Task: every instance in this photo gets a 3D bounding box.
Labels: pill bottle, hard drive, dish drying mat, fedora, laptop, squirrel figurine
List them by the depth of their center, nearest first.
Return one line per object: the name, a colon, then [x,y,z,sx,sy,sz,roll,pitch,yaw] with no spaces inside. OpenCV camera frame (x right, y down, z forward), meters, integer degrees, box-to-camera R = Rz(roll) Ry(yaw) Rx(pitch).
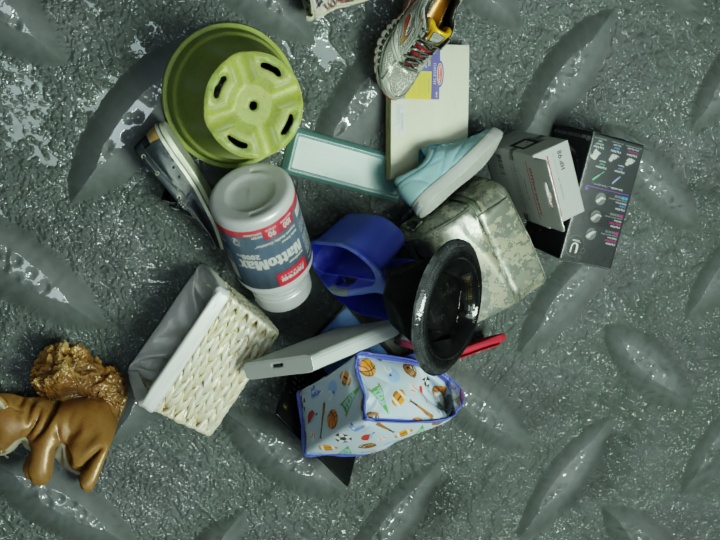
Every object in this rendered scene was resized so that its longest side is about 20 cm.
fedora: [0.089,0.043,1.199,0.200,0.090,0.205,-30,127,-51]
squirrel figurine: [-0.433,0.196,1.249,0.184,0.141,0.204,22,82,-12]
pill bottle: [-0.130,-0.039,1.255,0.118,0.120,0.202,-27,139,-11]
hard drive: [-0.052,0.111,1.259,0.198,0.130,0.027,-18,95,-51]
laptop: [-0.021,0.191,1.388,0.102,0.202,0.178,-28,116,30]
dish drying mat: [0.137,0.140,1.435,0.196,0.077,0.019,-16,88,-23]

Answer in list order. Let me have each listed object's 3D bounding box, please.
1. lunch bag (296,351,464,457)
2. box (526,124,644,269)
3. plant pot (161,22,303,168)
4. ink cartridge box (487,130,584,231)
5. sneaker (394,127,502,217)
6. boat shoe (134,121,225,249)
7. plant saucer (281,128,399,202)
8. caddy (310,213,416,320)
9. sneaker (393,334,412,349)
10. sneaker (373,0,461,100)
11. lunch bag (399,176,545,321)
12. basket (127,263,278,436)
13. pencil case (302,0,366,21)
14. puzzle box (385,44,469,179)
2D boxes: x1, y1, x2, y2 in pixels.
lunch bag: [0.031,0.199,1.307,0.197,0.169,0.126,11,60,-34]
box: [0.356,-0.120,1.431,0.104,0.122,0.204,9,100,-21]
plant pot: [-0.158,-0.228,1.192,0.196,0.184,0.205,-4,104,-18]
ink cartridge box: [0.272,-0.139,1.354,0.066,0.200,0.118,-23,110,-12]
sneaker: [0.131,-0.168,1.328,0.082,0.074,0.199,45,64,10]
boat shoe: [-0.247,-0.111,1.251,0.061,0.075,0.202,-29,116,2]
plant saucer: [-0.020,-0.159,1.348,0.196,0.019,0.071,13,99,-21]
caddy: [0.000,0.000,1.305,0.105,0.199,0.142,-44,115,-22]
sneaker: [0.095,0.077,1.361,0.072,0.200,0.089,15,82,4]
sneaker: [0.082,-0.332,1.253,0.077,0.083,0.203,7,121,-33]
lunch bag: [0.165,-0.026,1.377,0.166,0.139,0.202,-34,113,-14]
basket: [-0.226,0.117,1.285,0.123,0.135,0.202,35,90,-27]
pencil case: [0.002,-0.414,1.257,0.196,0.078,0.091,-20,84,-14]
puzzle box: [0.102,-0.241,1.355,0.130,0.025,0.205,-2,99,-19]
